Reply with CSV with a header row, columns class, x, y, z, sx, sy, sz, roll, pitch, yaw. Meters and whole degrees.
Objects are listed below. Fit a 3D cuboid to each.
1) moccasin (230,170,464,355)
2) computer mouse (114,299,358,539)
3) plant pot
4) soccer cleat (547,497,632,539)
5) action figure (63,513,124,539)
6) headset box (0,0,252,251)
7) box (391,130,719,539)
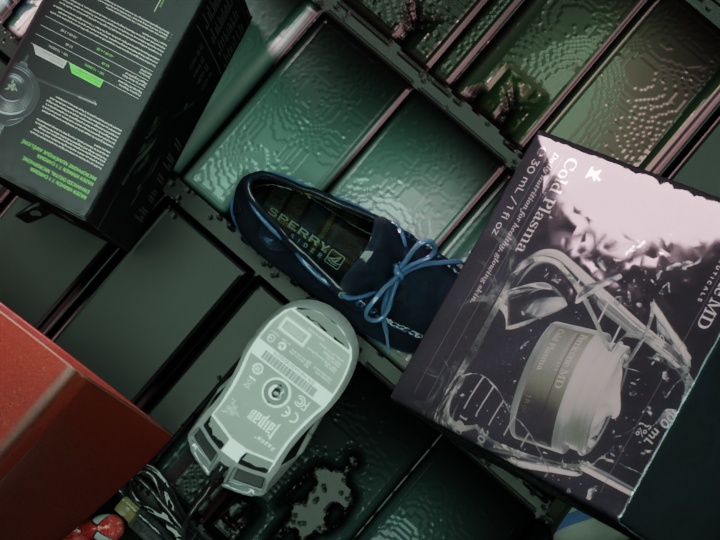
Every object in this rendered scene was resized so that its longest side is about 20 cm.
class,x,y,z,sx,sy,sz,roll,pitch,yaw
moccasin,0.000,0.000,1.285,0.199,0.068,0.081,24,75,4
computer mouse,-0.071,0.109,1.295,0.109,0.044,0.200,38,91,7
plant pot,-0.266,0.098,1.206,0.199,0.200,0.177,35,84,17
soccer cleat,0.210,0.126,1.260,0.200,0.070,0.086,-49,61,4
action figure,-0.255,0.178,1.293,0.199,0.052,0.066,-6,78,0
headset box,-0.160,-0.115,1.257,0.092,0.174,0.201,27,87,5
box,0.160,0.048,1.205,0.196,0.124,0.201,25,84,41
